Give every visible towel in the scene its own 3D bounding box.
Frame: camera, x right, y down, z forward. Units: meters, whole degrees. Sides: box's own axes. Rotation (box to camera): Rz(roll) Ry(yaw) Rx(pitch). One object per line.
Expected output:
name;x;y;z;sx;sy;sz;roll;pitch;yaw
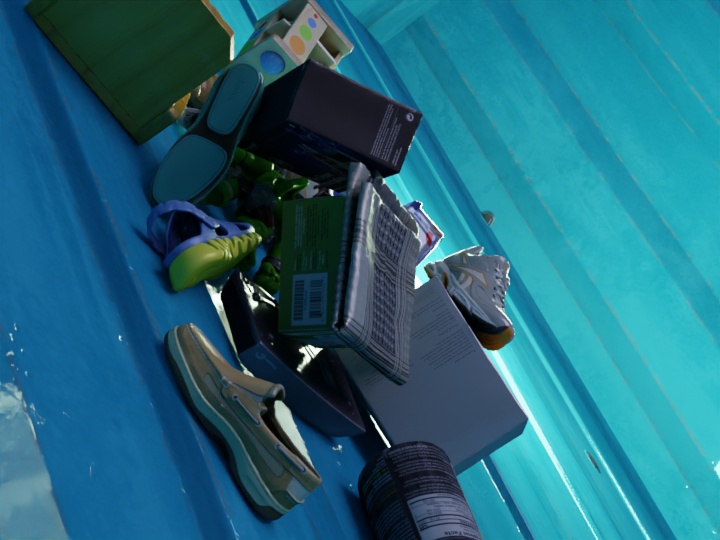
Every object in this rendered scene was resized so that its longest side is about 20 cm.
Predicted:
towel;0.025;0.004;1.569;0.193;0.034;0.201;43;47;-58

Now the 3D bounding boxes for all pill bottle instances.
pill bottle;0.071;0.280;1.500;0.106;0.106;0.200;44;16;-41

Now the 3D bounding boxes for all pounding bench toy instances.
pounding bench toy;-0.143;-0.321;2.343;0.124;0.200;0.156;47;45;-20

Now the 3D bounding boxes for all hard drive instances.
hard drive;-0.076;0.097;1.587;0.200;0.042;0.135;44;15;-42

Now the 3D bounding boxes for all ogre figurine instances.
ogre figurine;-0.122;-0.074;1.709;0.200;0.098;0.120;48;37;16

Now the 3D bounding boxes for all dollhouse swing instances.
dollhouse swing;-0.244;-0.282;1.663;0.200;0.176;0.182;50;13;-16

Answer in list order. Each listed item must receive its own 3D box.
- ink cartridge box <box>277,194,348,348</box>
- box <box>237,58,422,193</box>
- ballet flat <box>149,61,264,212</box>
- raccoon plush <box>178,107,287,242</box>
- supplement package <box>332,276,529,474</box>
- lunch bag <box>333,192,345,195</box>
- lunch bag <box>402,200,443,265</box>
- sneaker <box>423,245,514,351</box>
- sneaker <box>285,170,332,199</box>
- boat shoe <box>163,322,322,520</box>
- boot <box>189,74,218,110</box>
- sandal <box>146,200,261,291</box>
ink cartridge box;-0.014;0.016;1.618;0.200;0.075;0.149;31;59;-64
box;-0.039;-0.156;1.627;0.141;0.079;0.200;26;-12;-16
ballet flat;-0.165;-0.139;1.624;0.067;0.201;0.070;28;-16;5
raccoon plush;-0.157;-0.117;1.849;0.200;0.135;0.097;25;15;40
supplement package;0.083;0.143;1.747;0.200;0.151;0.151;57;-4;13
lunch bag;-0.012;-0.035;2.051;0.161;0.082;0.200;68;-4;-57
lunch bag;0.000;0.000;1.795;0.200;0.160;0.076;-34;90;-43
sneaker;0.150;0.021;1.768;0.076;0.092;0.200;61;-5;-32
sneaker;-0.067;-0.105;1.869;0.074;0.080;0.201;-7;76;-51
boat shoe;-0.102;0.124;1.326;0.200;0.076;0.072;56;12;9
boot;-0.224;-0.271;2.004;0.200;0.066;0.176;37;33;-53
sandal;-0.166;-0.037;1.534;0.087;0.079;0.200;52;10;5
